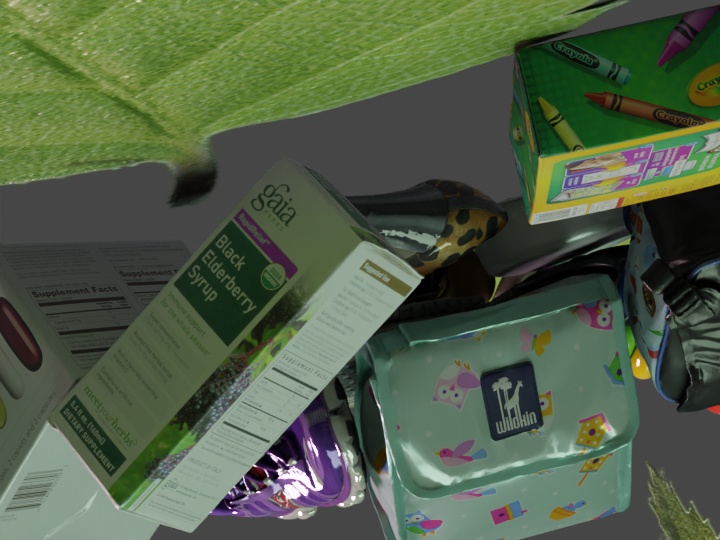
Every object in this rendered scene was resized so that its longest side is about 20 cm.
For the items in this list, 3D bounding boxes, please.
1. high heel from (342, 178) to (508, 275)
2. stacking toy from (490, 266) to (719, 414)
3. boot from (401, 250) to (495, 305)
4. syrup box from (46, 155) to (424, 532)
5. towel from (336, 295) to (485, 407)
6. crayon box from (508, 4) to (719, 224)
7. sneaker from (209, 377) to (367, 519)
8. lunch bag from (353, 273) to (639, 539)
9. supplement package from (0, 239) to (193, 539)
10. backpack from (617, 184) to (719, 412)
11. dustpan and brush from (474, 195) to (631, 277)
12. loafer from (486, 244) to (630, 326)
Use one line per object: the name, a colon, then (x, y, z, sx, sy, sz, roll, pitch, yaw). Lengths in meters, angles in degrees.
high heel: (0.000, 0.000, 1.456, 0.142, 0.072, 0.200, -2, 160, -24)
stacking toy: (0.194, 0.045, 1.638, 0.200, 0.086, 0.085, 28, 175, 8)
boot: (0.040, 0.013, 1.568, 0.075, 0.074, 0.200, -11, 176, 40)
syrup box: (-0.069, 0.042, 1.267, 0.200, 0.079, 0.081, -48, 149, 7)
towel: (-0.039, 0.073, 1.511, 0.200, 0.035, 0.192, -9, 165, -38)
crayon box: (0.142, -0.078, 1.197, 0.118, 0.058, 0.200, -12, 171, 1)
sneaker: (-0.055, 0.130, 1.500, 0.083, 0.081, 0.200, -10, 163, -25)
lunch bag: (0.084, 0.089, 1.462, 0.170, 0.122, 0.200, -13, 145, -8)
supplement package: (-0.183, 0.090, 1.394, 0.156, 0.111, 0.200, -2, 135, -47)
backpack: (0.243, -0.003, 1.427, 0.199, 0.154, 0.191, -8, 142, -10)
dustpan and brush: (0.096, -0.029, 1.512, 0.200, 0.057, 0.140, -15, 172, -26)
loafer: (0.115, 0.036, 1.564, 0.200, 0.068, 0.070, -29, 160, 32)
